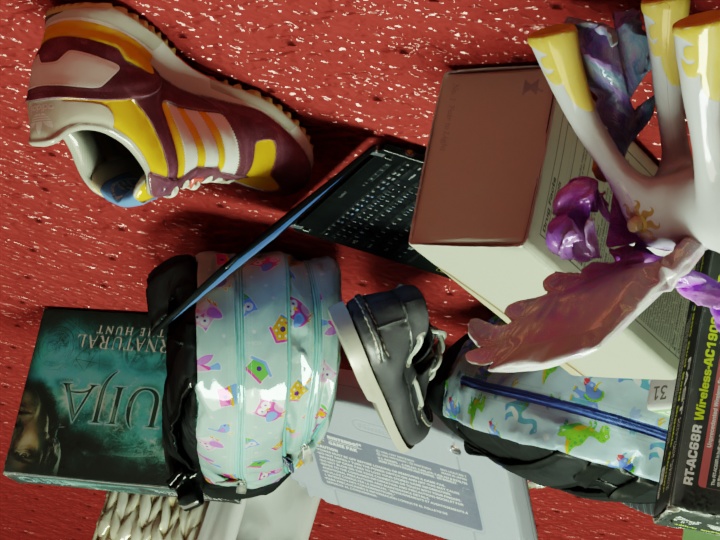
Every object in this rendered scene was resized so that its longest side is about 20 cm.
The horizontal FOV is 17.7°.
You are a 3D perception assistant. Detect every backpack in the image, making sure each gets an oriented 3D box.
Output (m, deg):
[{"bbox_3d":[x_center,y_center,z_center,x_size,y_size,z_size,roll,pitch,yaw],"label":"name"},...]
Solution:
[{"bbox_3d":[0.150,0.088,1.501,0.163,0.154,0.200,24,-172,-12],"label":"backpack"},{"bbox_3d":[-0.075,0.057,1.549,0.126,0.168,0.200,-6,160,-8],"label":"backpack"}]

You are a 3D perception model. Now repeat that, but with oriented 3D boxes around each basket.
[{"bbox_3d":[-0.110,0.161,1.778,0.123,0.201,0.136,9,162,24],"label":"basket"}]

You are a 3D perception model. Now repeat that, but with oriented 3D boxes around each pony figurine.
[{"bbox_3d":[0.146,-0.026,1.078,0.166,0.201,0.193,-28,-162,-32],"label":"pony figurine"}]

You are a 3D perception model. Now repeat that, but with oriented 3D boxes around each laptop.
[{"bbox_3d":[0.000,0.000,1.379,0.199,0.104,0.177,17,161,-15],"label":"laptop"}]

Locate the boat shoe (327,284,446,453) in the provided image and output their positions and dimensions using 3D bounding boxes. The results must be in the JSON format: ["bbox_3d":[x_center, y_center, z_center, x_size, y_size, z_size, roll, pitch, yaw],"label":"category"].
[{"bbox_3d":[0.031,0.062,1.485,0.063,0.073,0.200,-25,156,2],"label":"boat shoe"}]

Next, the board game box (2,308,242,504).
[{"bbox_3d":[-0.164,0.099,1.723,0.199,0.136,0.028,2,159,27],"label":"board game box"}]

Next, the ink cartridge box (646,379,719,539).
[{"bbox_3d":[0.224,0.078,1.307,0.048,0.201,0.145,22,161,-30],"label":"ink cartridge box"}]

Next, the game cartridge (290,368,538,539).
[{"bbox_3d":[0.030,0.134,1.681,0.199,0.041,0.133,14,144,26],"label":"game cartridge"}]

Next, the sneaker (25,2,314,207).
[{"bbox_3d":[-0.107,-0.067,1.269,0.075,0.090,0.200,-6,154,43],"label":"sneaker"}]

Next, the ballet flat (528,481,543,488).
[{"bbox_3d":[0.083,0.118,1.729,0.199,0.076,0.064,9,147,0],"label":"ballet flat"}]

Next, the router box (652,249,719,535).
[{"bbox_3d":[0.244,0.049,1.208,0.149,0.201,0.062,12,166,2],"label":"router box"}]

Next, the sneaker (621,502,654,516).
[{"bbox_3d":[0.270,0.153,1.723,0.199,0.070,0.082,10,-172,37],"label":"sneaker"}]

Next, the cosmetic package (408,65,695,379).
[{"bbox_3d":[0.111,-0.022,1.247,0.073,0.104,0.200,0,157,33],"label":"cosmetic package"}]
